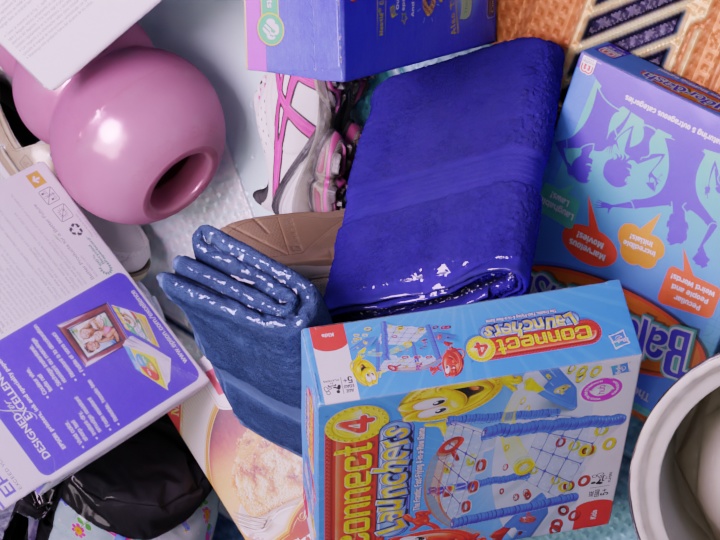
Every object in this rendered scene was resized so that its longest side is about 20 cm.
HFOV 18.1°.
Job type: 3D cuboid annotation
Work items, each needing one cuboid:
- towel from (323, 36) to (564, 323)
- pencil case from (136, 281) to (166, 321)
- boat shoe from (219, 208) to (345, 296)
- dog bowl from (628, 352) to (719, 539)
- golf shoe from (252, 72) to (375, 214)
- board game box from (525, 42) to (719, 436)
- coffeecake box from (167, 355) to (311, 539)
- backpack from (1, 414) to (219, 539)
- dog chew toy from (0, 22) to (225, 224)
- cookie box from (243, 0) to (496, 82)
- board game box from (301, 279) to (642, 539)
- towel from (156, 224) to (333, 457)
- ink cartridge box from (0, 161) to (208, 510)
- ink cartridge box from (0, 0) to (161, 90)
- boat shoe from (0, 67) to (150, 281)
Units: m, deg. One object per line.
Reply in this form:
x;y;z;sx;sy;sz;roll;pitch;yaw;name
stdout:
0.057;-0.050;1.421;0.147;0.201;0.050;-13;137;30;towel
-0.227;0.065;1.596;0.091;0.199;0.083;-42;78;40;pencil case
0.000;0.000;1.484;0.198;0.072;0.065;-4;131;-10;boat shoe
0.265;0.125;1.362;0.198;0.074;0.202;5;109;15;dog bowl
-0.038;-0.125;1.512;0.092;0.072;0.202;12;107;30;golf shoe
0.179;-0.020;1.421;0.151;0.045;0.201;27;115;23;board game box
-0.024;0.123;1.561;0.153;0.073;0.201;-38;80;33;coffeecake box
-0.177;0.202;1.628;0.126;0.167;0.201;32;122;16;backpack
-0.185;-0.126;1.578;0.200;0.124;0.125;46;121;24;dog chew toy
0.009;-0.215;1.386;0.075;0.200;0.173;7;105;29;cookie box
0.063;0.099;1.391;0.201;0.194;0.056;90;168;-54;board game box
-0.054;0.058;1.422;0.111;0.049;0.200;26;156;26;towel
-0.231;0.045;1.502;0.199;0.200;0.043;52;136;7;ink cartridge box
-0.190;-0.234;1.431;0.200;0.045;0.176;-35;112;29;ink cartridge box
-0.223;-0.071;1.635;0.200;0.075;0.069;40;124;19;boat shoe
